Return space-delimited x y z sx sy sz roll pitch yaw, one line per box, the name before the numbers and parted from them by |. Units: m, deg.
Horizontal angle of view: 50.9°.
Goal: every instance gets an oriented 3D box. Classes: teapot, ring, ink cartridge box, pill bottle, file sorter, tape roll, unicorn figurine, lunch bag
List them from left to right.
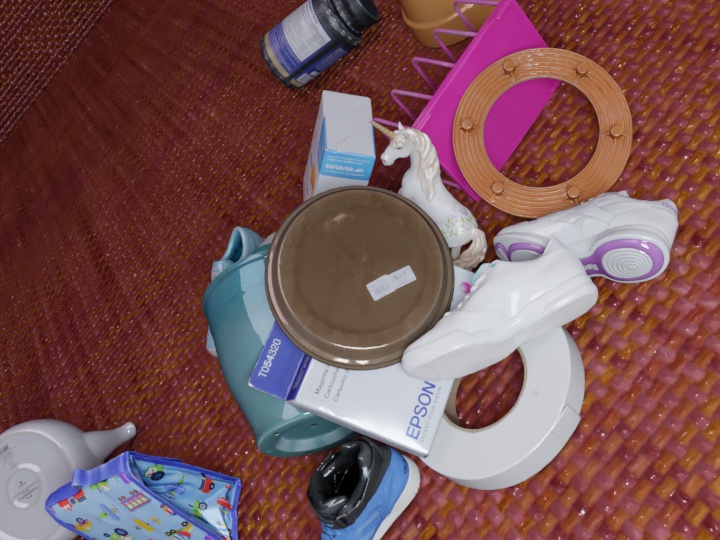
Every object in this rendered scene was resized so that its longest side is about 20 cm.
teapot | -0.459 0.316 1.126 0.197 0.146 0.200 7 84 11
lunch bag | -0.266 0.286 0.911 0.149 0.200 0.095 -27 45 26
pill bottle | -0.070 -0.414 1.317 0.199 0.112 0.113 -29 44 24
ink cartridge box | -0.036 -0.120 1.011 0.201 0.067 0.116 108 163 -49
ink cartridge box | 0.009 0.063 0.785 0.043 0.198 0.198 104 -173 -71
unicorn figurine | 0.074 -0.078 0.883 0.074 0.199 0.138 -45 -8 -46
file sorter | 0.130 -0.221 0.960 0.201 0.139 0.125 -55 36 -3
tape roll | 0.132 0.121 0.778 0.201 0.037 0.205 -25 47 29
ring | 0.202 -0.157 0.848 0.197 0.019 0.204 -3 78 12

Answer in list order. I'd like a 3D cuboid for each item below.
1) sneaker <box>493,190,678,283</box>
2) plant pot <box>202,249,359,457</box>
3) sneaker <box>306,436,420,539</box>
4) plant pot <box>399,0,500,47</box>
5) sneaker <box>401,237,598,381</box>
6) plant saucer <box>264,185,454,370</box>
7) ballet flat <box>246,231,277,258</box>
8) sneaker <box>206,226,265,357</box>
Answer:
sneaker | 0.233 -0.033 0.786 0.198 0.075 0.100 0 43 44
plant pot | -0.071 0.103 0.879 0.199 0.199 0.190 -31 58 23
sneaker | -0.027 0.263 0.766 0.076 0.111 0.201 28 82 50
plant pot | 0.124 -0.462 1.144 0.198 0.140 0.202 -24 47 29
sneaker | 0.124 0.036 0.741 0.198 0.075 0.089 -25 62 1
plant saucer | 0.000 0.000 0.771 0.197 0.030 0.203 1 69 -3
ballet flat | -0.091 -0.011 0.963 0.067 0.199 0.071 -28 67 22
sneaker | -0.201 0.026 1.137 0.073 0.082 0.202 -8 56 41
